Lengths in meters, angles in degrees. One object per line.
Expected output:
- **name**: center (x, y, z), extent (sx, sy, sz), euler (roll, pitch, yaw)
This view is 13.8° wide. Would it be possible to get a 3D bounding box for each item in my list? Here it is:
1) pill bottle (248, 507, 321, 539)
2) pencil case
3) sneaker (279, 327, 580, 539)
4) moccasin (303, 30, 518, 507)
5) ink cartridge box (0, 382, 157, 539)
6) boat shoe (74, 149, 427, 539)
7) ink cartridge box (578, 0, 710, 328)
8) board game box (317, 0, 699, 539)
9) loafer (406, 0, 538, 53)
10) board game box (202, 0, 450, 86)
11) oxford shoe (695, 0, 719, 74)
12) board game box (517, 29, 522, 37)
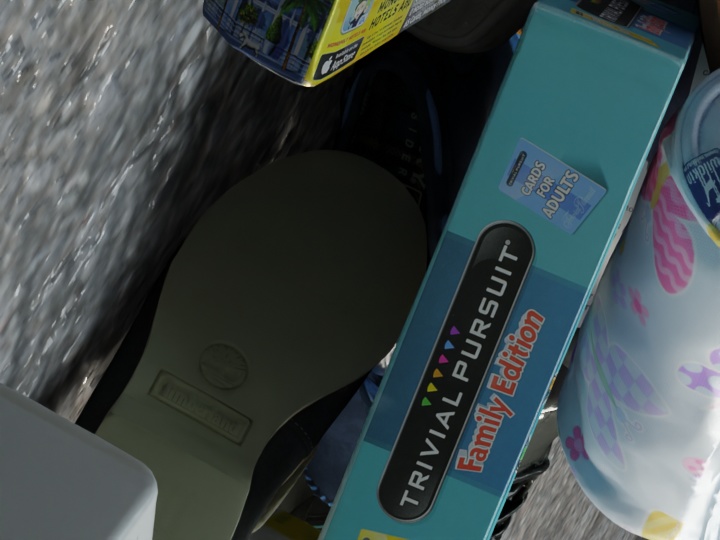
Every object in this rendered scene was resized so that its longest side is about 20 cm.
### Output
- **pill bottle**: center (-0.006, 0.151, 0.967), extent (0.111, 0.200, 0.111), euler (-57, 167, -21)
- **pencil case**: center (0.119, 0.013, 0.921), extent (0.083, 0.091, 0.200), euler (-19, 158, -18)
- **sneaker**: center (0.037, 0.079, 1.103), extent (0.075, 0.079, 0.200), euler (-7, 162, -34)
- **moccasin**: center (0.000, 0.000, 1.001), extent (0.068, 0.080, 0.200), euler (-38, 139, -53)
- **ink cartridge box**: center (-0.122, 0.131, 0.709), extent (0.145, 0.085, 0.200), euler (-54, 165, -33)
- **boat shoe**: center (-0.043, 0.043, 0.884), extent (0.200, 0.071, 0.063), euler (-59, 180, -38)
- **ink cartridge box**: center (0.127, -0.091, 1.043), extent (0.145, 0.084, 0.200), euler (-67, 172, -59)
- **board game box**: center (0.042, 0.014, 0.895), extent (0.151, 0.047, 0.200), euler (-48, 160, -78)
- **loafer**: center (0.071, -0.155, 0.923), extent (0.200, 0.070, 0.070), euler (-62, 156, -3)
- **board game box**: center (0.033, -0.167, 0.756), extent (0.200, 0.062, 0.200), euler (-39, 153, -63)
- **oxford shoe**: center (0.133, -0.107, 0.896), extent (0.071, 0.071, 0.200), euler (-87, 171, -47)
- **board game box**: center (0.086, -0.110, 1.175), extent (0.151, 0.037, 0.200), euler (-51, 164, -44)
